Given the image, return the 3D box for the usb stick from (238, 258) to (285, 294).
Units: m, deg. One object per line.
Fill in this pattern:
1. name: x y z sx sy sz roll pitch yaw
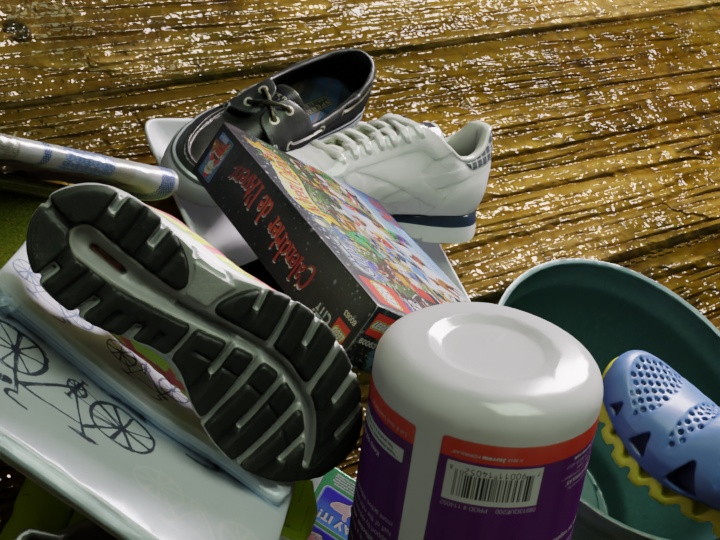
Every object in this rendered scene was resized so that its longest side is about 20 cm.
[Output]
1. usb stick: -0.041 0.011 0.894 0.055 0.033 0.200 39 18 9

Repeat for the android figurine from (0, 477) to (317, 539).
1. android figurine: -0.095 0.152 0.777 0.181 0.041 0.201 25 60 -5

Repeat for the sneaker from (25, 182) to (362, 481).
1. sneaker: -0.077 0.023 0.726 0.200 0.078 0.090 45 -3 -19

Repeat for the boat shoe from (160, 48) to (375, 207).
1. boat shoe: -0.061 -0.107 1.028 0.069 0.057 0.200 43 42 11

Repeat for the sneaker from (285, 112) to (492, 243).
1. sneaker: 0.004 -0.069 1.001 0.199 0.081 0.076 -2 30 -39

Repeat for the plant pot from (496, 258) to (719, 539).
1. plant pot: 0.139 0.113 0.930 0.199 0.134 0.201 17 46 -18

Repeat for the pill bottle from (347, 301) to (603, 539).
1. pill bottle: 0.050 0.125 0.745 0.111 0.201 0.113 7 26 -3

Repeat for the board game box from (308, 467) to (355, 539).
1. board game box: -0.061 0.151 0.849 0.199 0.029 0.135 33 42 0

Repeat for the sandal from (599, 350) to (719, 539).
1. sandal: 0.219 0.112 0.822 0.200 0.087 0.079 41 46 10

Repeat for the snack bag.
1. snack bag: -0.108 0.064 0.716 0.188 0.021 0.200 37 21 -8

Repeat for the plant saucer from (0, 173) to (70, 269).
1. plant saucer: -0.217 0.006 0.824 0.198 0.048 0.200 10 41 5

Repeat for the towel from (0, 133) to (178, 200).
1. towel: -0.221 -0.070 0.868 0.146 0.024 0.199 12 2 41

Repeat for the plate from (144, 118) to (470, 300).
1. plate: -0.037 -0.023 1.030 0.199 0.032 0.200 -3 53 -34

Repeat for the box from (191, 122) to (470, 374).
1. box: 0.000 0.000 0.849 0.136 0.038 0.200 25 17 -42

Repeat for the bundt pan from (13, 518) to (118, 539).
1. bundt pan: -0.120 0.219 0.674 0.200 0.076 0.203 7 66 -16
